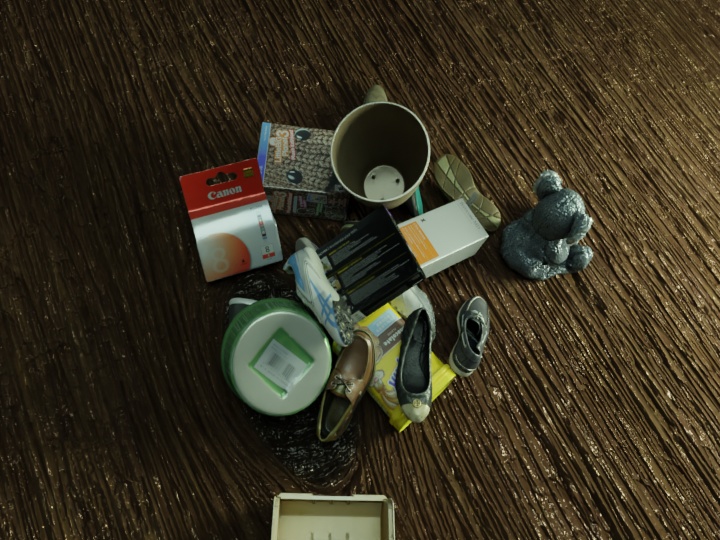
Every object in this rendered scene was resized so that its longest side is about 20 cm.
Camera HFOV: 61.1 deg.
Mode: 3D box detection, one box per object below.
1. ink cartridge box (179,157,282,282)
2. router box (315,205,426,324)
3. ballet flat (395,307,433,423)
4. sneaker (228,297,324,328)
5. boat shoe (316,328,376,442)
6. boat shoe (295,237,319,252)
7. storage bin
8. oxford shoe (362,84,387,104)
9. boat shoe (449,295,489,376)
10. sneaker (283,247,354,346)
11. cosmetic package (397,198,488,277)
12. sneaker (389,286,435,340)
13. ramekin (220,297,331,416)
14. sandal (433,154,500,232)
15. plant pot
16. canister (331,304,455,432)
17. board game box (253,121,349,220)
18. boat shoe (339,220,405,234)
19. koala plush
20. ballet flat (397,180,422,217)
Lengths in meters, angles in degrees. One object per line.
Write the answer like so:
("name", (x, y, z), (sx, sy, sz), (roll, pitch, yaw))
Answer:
("ink cartridge box", (-0.245, -0.096, 1.177), (0.158, 0.205, 0.050), (-16, 24, -16))
("router box", (0.000, 0.000, 1.110), (0.197, 0.051, 0.151), (-32, 65, 8))
("ballet flat", (0.095, 0.161, 1.064), (0.064, 0.057, 0.205), (4, 62, -2))
("sneaker", (-0.158, 0.117, 1.145), (0.194, 0.071, 0.102), (7, 67, 1))
("boat shoe", (-0.024, 0.204, 1.059), (0.070, 0.068, 0.205), (18, 98, 14))
("boat shoe", (-0.051, 0.014, 1.214), (0.091, 0.075, 0.203), (-16, 66, -33))
("storage bin", (-0.046, 0.464, 0.975), (0.194, 0.094, 0.204), (3, 64, -6))
("oxford shoe", (0.039, -0.352, 1.390), (0.068, 0.075, 0.205), (3, 64, -5))
("boat shoe", (0.222, 0.113, 1.170), (0.072, 0.063, 0.202), (31, 43, -3))
("sneaker", (-0.071, 0.052, 1.052), (0.072, 0.072, 0.202), (-37, 61, 12))
("cosmetic package", (0.145, -0.056, 1.203), (0.197, 0.072, 0.103), (-24, 70, -31))
("sneaker", (0.086, 0.060, 1.209), (0.085, 0.075, 0.203), (-24, 61, -9))
("ramekin", (-0.143, 0.153, 1.063), (0.194, 0.097, 0.206), (-1, 92, -16))
("sandal", (0.227, -0.162, 1.342), (0.080, 0.054, 0.201), (-41, 90, -18))
("plant pot", (0.044, -0.198, 1.198), (0.182, 0.200, 0.193), (-1, 80, 5))
("canister", (0.058, 0.171, 1.136), (0.148, 0.087, 0.200), (-37, 73, -21))
("board game box", (-0.119, -0.208, 1.287), (0.194, 0.097, 0.163), (5, 63, -6))
("boat shoe", (0.054, -0.077, 1.267), (0.195, 0.072, 0.067), (10, 57, -9))
("koala plush", (0.391, -0.090, 1.242), (0.180, 0.201, 0.180), (-20, 68, -16))
("ballet flat", (0.100, -0.200, 1.337), (0.071, 0.073, 0.206), (2, 70, -7))
